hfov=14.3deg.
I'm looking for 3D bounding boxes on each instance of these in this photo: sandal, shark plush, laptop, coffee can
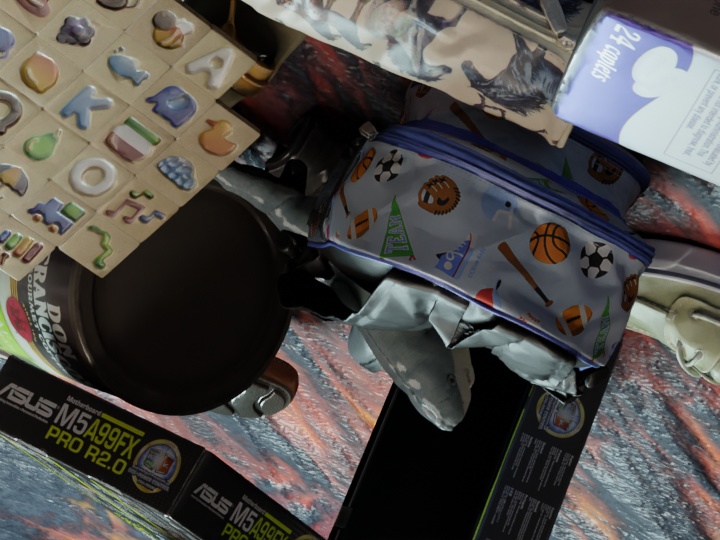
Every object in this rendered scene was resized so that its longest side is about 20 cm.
[{"bbox_3d":[-0.080,-0.120,1.571,0.080,0.054,0.200,25,150,-11],"label":"sandal"},{"bbox_3d":[0.000,0.000,1.617,0.091,0.083,0.200,-12,129,43],"label":"shark plush"},{"bbox_3d":[0.069,0.114,1.780,0.116,0.188,0.200,14,155,22],"label":"laptop"},{"bbox_3d":[-0.150,0.000,1.735,0.146,0.147,0.200,37,168,-30],"label":"coffee can"}]

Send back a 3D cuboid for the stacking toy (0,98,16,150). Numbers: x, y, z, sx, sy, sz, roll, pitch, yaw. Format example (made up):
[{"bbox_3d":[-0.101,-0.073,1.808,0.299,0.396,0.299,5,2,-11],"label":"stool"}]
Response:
[{"bbox_3d":[-0.234,-0.147,1.630,0.200,0.110,0.116,28,179,20],"label":"stacking toy"}]

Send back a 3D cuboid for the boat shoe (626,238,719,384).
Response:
[{"bbox_3d":[0.208,0.033,1.632,0.200,0.062,0.072,14,156,24],"label":"boat shoe"}]

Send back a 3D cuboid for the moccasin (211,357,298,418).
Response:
[{"bbox_3d":[-0.132,0.038,1.965,0.201,0.078,0.074,22,143,13],"label":"moccasin"}]

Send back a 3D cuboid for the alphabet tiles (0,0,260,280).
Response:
[{"bbox_3d":[-0.158,-0.080,1.546,0.166,0.006,0.200,36,118,-27],"label":"alphabet tiles"}]

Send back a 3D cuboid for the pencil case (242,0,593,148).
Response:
[{"bbox_3d":[0.029,-0.135,1.410,0.200,0.078,0.089,25,154,-4],"label":"pencil case"}]

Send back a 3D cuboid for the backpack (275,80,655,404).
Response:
[{"bbox_3d":[0.070,-0.017,1.510,0.200,0.154,0.191,20,-175,-7],"label":"backpack"}]

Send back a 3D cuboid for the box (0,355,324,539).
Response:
[{"bbox_3d":[-0.109,0.132,1.679,0.160,0.044,0.200,23,168,36],"label":"box"}]

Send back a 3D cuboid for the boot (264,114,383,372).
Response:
[{"bbox_3d":[-0.010,-0.021,1.732,0.131,0.070,0.200,26,146,0],"label":"boot"}]

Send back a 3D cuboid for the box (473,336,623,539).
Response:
[{"bbox_3d":[0.089,0.140,1.804,0.044,0.200,0.160,25,157,-7],"label":"box"}]

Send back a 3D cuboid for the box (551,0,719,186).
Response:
[{"bbox_3d":[0.205,-0.116,1.149,0.200,0.184,0.105,23,156,1],"label":"box"}]
